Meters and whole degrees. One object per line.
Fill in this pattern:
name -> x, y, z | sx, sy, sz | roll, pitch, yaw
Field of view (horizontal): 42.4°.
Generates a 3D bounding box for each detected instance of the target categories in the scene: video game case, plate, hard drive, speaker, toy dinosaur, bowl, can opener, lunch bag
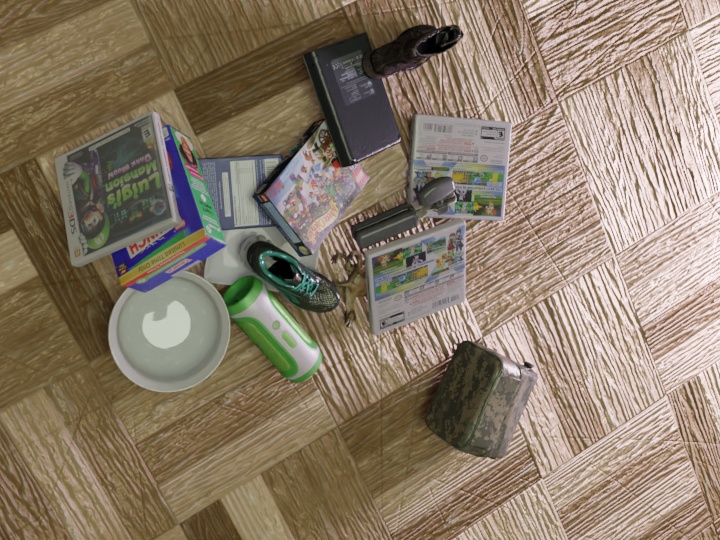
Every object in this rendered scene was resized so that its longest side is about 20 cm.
video game case -> 0.182, -0.188, 1.716 | 0.197, 0.022, 0.185 | 1, 97, -21
plate -> -0.163, -0.067, 1.610 | 0.197, 0.032, 0.203 | 9, 95, -20
hard drive -> -0.010, -0.295, 1.603 | 0.139, 0.033, 0.202 | -30, 106, -39
speaker -> -0.151, 0.102, 1.597 | 0.088, 0.088, 0.201 | -43, 120, -9
toy dinosaur -> 0.000, 0.000, 1.678 | 0.101, 0.058, 0.201 | 33, 86, -36
video game case -> -0.376, -0.124, 1.420 | 0.198, 0.023, 0.184 | -20, 74, 20
video game case -> 0.102, 0.012, 1.681 | 0.198, 0.022, 0.184 | -19, 129, -18
bowl -> -0.321, 0.093, 1.543 | 0.198, 0.090, 0.204 | -3, 98, -18
can opener -> 0.075, -0.109, 1.632 | 0.198, 0.053, 0.067 | -23, 124, -7
lunch bag -> 0.239, 0.251, 1.747 | 0.167, 0.139, 0.202 | 22, 93, -38

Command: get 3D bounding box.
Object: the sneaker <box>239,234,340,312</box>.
sneaker -> -0.114, 0.016, 1.574 | 0.199, 0.091, 0.078 | 31, 88, -21

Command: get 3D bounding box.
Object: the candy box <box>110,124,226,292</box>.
candy box -> -0.318, -0.094, 1.444 | 0.168, 0.077, 0.202 | -28, 72, 16

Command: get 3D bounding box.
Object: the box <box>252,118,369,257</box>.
box -> -0.080, -0.142, 1.574 | 0.137, 0.037, 0.201 | 51, 54, -25

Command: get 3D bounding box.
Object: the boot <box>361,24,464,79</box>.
boot -> 0.113, -0.381, 1.575 | 0.199, 0.173, 0.070 | -35, 108, -33

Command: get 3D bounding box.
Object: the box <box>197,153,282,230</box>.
box -> -0.224, -0.128, 1.546 | 0.197, 0.032, 0.123 | -5, 97, -19
